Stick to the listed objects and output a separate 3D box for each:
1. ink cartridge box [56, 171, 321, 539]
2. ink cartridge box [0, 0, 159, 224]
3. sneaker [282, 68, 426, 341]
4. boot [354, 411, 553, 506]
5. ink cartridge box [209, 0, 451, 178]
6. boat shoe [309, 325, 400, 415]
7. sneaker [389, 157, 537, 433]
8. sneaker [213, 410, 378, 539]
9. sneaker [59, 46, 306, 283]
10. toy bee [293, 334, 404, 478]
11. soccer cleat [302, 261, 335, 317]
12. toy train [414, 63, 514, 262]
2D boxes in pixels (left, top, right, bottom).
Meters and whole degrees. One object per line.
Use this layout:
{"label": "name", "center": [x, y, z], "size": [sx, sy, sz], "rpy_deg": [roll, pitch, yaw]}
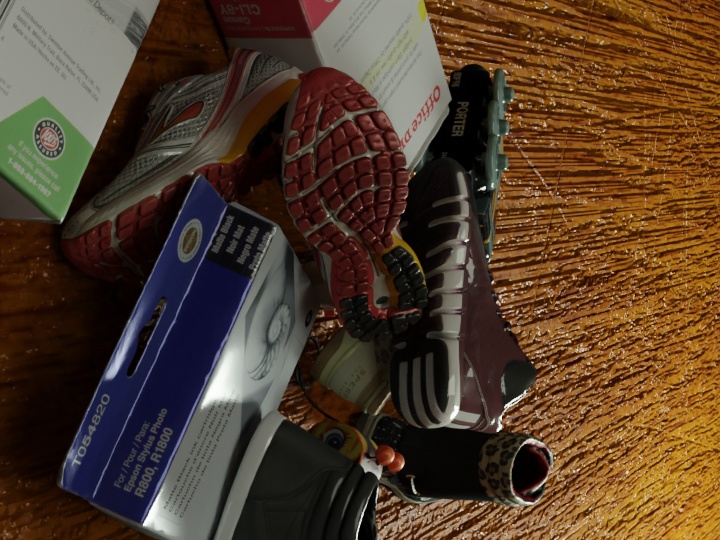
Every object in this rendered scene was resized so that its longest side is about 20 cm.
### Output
{"label": "ink cartridge box", "center": [-0.094, 0.068, 0.774], "size": [0.200, 0.040, 0.201], "rpy_deg": [60, 50, -67]}
{"label": "ink cartridge box", "center": [-0.181, -0.147, 0.623], "size": [0.146, 0.084, 0.201], "rpy_deg": [50, 52, -51]}
{"label": "sneaker", "center": [-0.014, -0.045, 0.802], "size": [0.077, 0.082, 0.201], "rpy_deg": [-20, 134, -9]}
{"label": "boot", "center": [0.098, 0.173, 1.079], "size": [0.203, 0.153, 0.074], "rpy_deg": [31, 68, -57]}
{"label": "ink cartridge box", "center": [-0.017, -0.163, 0.903], "size": [0.146, 0.083, 0.201], "rpy_deg": [-57, 139, -38]}
{"label": "boat shoe", "center": [0.041, 0.059, 0.951], "size": [0.199, 0.063, 0.074], "rpy_deg": [-25, 151, -50]}
{"label": "sneaker", "center": [0.078, 0.026, 0.907], "size": [0.115, 0.075, 0.202], "rpy_deg": [22, 63, -39]}
{"label": "sneaker", "center": [-0.048, 0.201, 0.825], "size": [0.071, 0.099, 0.201], "rpy_deg": [-41, 152, -68]}
{"label": "sneaker", "center": [-0.111, -0.068, 0.778], "size": [0.200, 0.082, 0.078], "rpy_deg": [-43, 156, -31]}
{"label": "toy bee", "center": [-0.029, 0.152, 0.907], "size": [0.131, 0.108, 0.202], "rpy_deg": [3, 91, -58]}
{"label": "soccer cleat", "center": [0.000, 0.000, 0.981], "size": [0.200, 0.069, 0.078], "rpy_deg": [13, 78, -67]}
{"label": "toy train", "center": [0.089, -0.095, 1.077], "size": [0.201, 0.084, 0.115], "rpy_deg": [-77, 164, -50]}
